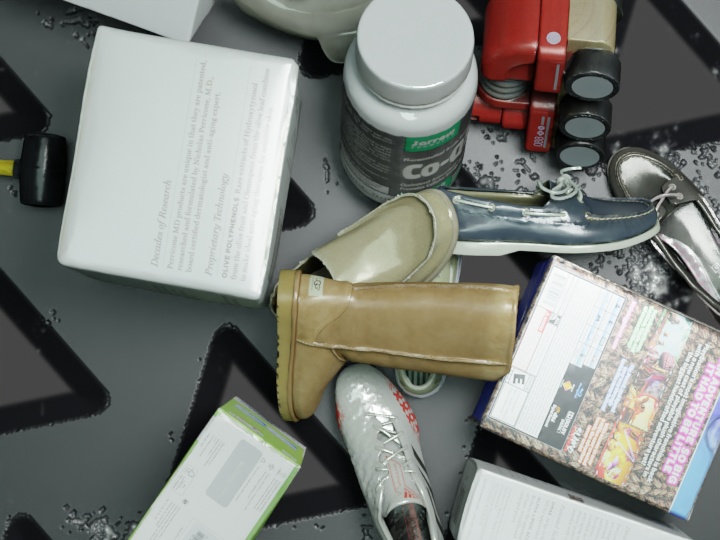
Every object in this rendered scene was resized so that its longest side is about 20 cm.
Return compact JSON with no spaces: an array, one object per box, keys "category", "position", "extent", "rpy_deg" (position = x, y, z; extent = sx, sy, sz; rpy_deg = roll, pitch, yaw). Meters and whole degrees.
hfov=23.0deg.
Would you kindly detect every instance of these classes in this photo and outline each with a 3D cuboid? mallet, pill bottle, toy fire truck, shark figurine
[{"category":"mallet","position":[-0.356,-0.105,1.572],"extent":[0.198,0.041,0.067],"rpy_deg":[12,90,3]},{"category":"pill bottle","position":[0.039,-0.144,1.477],"extent":[0.112,0.200,0.114],"rpy_deg":[1,67,-1]},{"category":"toy fire truck","position":[0.120,-0.187,1.518],"extent":[0.197,0.176,0.130],"rpy_deg":[5,65,4]},{"category":"shark figurine","position":[0.001,-0.222,1.506],"extent":[0.213,0.128,0.090],"rpy_deg":[-17,45,30]}]

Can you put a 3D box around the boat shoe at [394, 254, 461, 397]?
[{"category":"boat shoe","position":[0.058,0.011,1.560],"extent":[0.071,0.062,0.203],"rpy_deg":[-3,87,-1]}]

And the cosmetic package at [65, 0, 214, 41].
[{"category":"cosmetic package","position":[-0.202,-0.330,1.500],"extent":[0.198,0.123,0.201],"rpy_deg":[19,117,-1]}]

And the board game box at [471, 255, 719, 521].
[{"category":"board game box","position":[0.219,0.101,1.544],"extent":[0.198,0.097,0.161],"rpy_deg":[25,88,0]}]

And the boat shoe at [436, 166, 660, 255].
[{"category":"boat shoe","position":[0.161,-0.052,1.528],"extent":[0.197,0.075,0.063],"rpy_deg":[-2,106,1]}]

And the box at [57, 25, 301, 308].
[{"category":"box","position":[-0.146,-0.080,1.492],"extent":[0.169,0.199,0.202],"rpy_deg":[9,87,0]}]

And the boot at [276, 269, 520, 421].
[{"category":"boot","position":[0.029,0.073,1.487],"extent":[0.197,0.176,0.067],"rpy_deg":[5,50,3]}]

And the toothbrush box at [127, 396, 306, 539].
[{"category":"toothbrush box","position":[-0.120,0.192,1.485],"extent":[0.086,0.200,0.146],"rpy_deg":[35,88,-1]}]

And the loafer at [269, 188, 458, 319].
[{"category":"loafer","position":[0.000,0.000,1.516],"extent":[0.199,0.068,0.076],"rpy_deg":[-38,73,27]}]

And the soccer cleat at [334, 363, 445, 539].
[{"category":"soccer cleat","position":[0.028,0.177,1.545],"extent":[0.068,0.085,0.202],"rpy_deg":[-17,89,-1]}]

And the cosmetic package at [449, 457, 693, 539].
[{"category":"cosmetic package","position":[0.181,0.229,1.539],"extent":[0.198,0.102,0.075],"rpy_deg":[17,90,-1]}]

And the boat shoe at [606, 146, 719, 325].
[{"category":"boat shoe","position":[0.295,-0.030,1.568],"extent":[0.067,0.057,0.201],"rpy_deg":[-38,90,-2]}]
